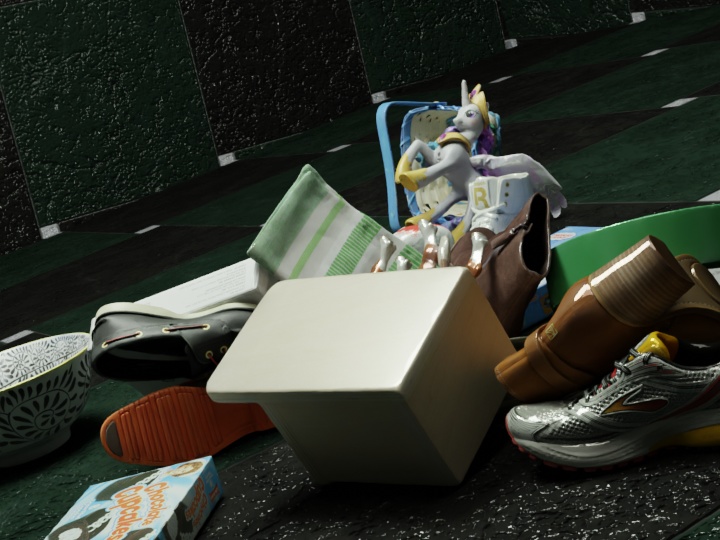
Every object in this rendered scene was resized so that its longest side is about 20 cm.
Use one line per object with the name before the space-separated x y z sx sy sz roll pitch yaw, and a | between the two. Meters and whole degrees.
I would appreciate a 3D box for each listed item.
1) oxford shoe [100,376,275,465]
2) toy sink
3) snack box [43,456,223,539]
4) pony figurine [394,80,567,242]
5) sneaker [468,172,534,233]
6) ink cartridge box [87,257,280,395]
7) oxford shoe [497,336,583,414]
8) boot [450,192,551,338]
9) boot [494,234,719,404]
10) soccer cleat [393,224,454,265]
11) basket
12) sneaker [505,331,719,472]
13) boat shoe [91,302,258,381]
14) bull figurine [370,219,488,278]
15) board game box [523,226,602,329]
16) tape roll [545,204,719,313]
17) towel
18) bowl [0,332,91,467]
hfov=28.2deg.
oxford shoe | -0.145 0.133 1.326 0.199 0.072 0.073 -12 5 -20
toy sink | 0.003 0.086 1.118 0.199 0.112 0.131 -5 39 38
snack box | -0.188 0.209 1.106 0.116 0.037 0.200 -15 12 14
pony figurine | 0.137 -0.112 1.779 0.166 0.193 0.200 -9 34 50
sneaker | 0.130 -0.042 1.573 0.073 0.116 0.200 -4 19 42
ink cartridge box | -0.134 0.076 1.396 0.199 0.176 0.045 -20 49 25
oxford shoe | 0.092 0.089 1.182 0.199 0.058 0.075 -14 16 30
boot | 0.130 -0.008 1.264 0.201 0.072 0.167 -78 13 -47
boot | 0.200 0.055 1.079 0.155 0.200 0.074 -41 49 19
soccer cleat | 0.017 0.005 1.665 0.199 0.069 0.085 -20 20 10
basket | 0.104 -0.147 1.938 0.199 0.178 0.139 -14 10 -39
sneaker | 0.195 0.082 0.995 0.199 0.083 0.078 -15 13 19
boat shoe | -0.145 0.071 1.304 0.200 0.074 0.063 1 47 -3
bull figurine | 0.030 0.028 1.234 0.200 0.065 0.122 -13 54 52
board game box | 0.186 0.006 1.461 0.199 0.037 0.151 -26 14 -25
tape roll | 0.255 -0.007 1.206 0.199 0.048 0.200 -10 -11 -2
towel | 0.000 0.000 1.360 0.023 0.200 0.153 -45 11 39
bowl | -0.362 0.146 1.509 0.200 0.095 0.201 -18 12 4
